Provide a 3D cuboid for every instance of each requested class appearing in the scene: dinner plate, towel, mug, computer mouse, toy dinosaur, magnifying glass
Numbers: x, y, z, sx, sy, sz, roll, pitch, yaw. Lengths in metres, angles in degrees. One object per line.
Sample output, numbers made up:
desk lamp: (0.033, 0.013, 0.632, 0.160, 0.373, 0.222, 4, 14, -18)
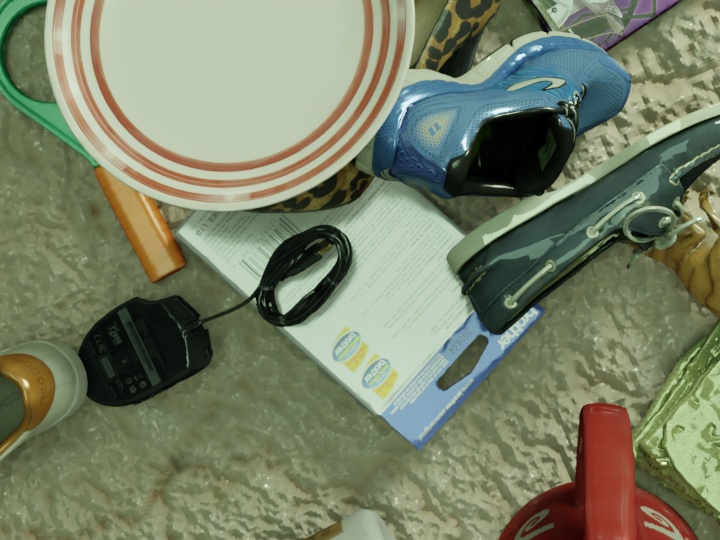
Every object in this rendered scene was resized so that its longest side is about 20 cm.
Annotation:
dinner plate: (-0.070, -0.129, 0.841, 0.200, 0.024, 0.201, -1, 83, 6)
towel: (0.274, 0.111, 0.943, 0.200, 0.036, 0.148, 38, 89, 5)
mug: (0.123, 0.179, 0.859, 0.133, 0.200, 0.178, -28, 90, 8)
computer mouse: (-0.087, 0.027, 0.937, 0.200, 0.034, 0.059, -25, 85, 21)
toy dinosaur: (0.227, 0.011, 0.924, 0.106, 0.060, 0.200, -48, 59, 11)
magnifying glass: (-0.164, -0.085, 0.973, 0.079, 0.022, 0.200, -28, 89, 1)

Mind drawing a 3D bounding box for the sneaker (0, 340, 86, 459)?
sneaker: (-0.261, 0.104, 0.926, 0.200, 0.085, 0.073, -35, 87, 13)

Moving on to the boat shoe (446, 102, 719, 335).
boat shoe: (0.147, -0.033, 0.896, 0.200, 0.075, 0.062, -29, 78, 0)

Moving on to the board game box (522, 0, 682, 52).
board game box: (0.125, -0.236, 0.963, 0.120, 0.032, 0.200, -34, 87, -3)

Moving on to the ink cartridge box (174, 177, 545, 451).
ink cartridge box: (0.000, 0.000, 0.955, 0.200, 0.042, 0.119, 42, 89, 5)

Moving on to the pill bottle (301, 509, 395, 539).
pill bottle: (-0.055, 0.232, 0.914, 0.200, 0.114, 0.115, -28, 88, 1)

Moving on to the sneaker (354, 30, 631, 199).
sneaker: (0.091, -0.076, 0.883, 0.089, 0.200, 0.079, 34, 130, 33)

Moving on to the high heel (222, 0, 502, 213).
high heel: (-0.001, -0.115, 0.870, 0.071, 0.143, 0.200, 38, 48, 25)
